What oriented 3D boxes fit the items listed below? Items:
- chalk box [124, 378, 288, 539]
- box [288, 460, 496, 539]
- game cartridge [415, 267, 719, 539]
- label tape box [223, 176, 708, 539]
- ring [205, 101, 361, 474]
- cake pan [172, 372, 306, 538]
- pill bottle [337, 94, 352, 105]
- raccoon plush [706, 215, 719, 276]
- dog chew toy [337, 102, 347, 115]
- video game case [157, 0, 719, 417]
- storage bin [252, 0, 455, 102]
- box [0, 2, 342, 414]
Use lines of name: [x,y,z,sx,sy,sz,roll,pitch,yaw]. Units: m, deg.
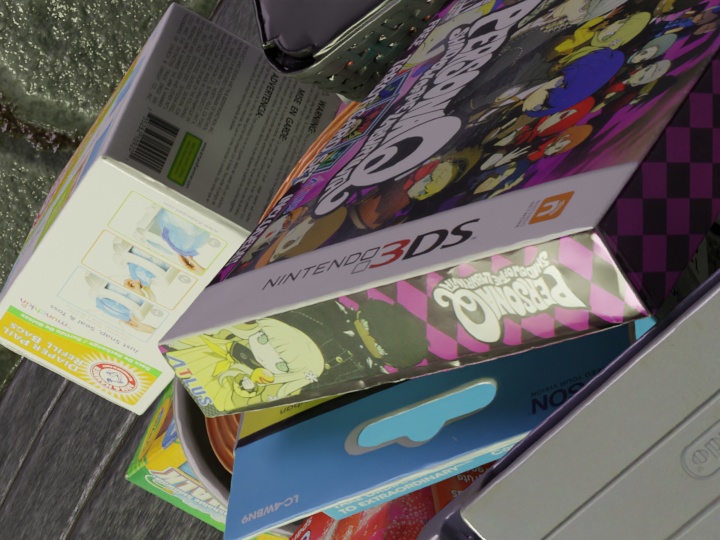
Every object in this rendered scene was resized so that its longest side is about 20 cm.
chalk box: [-0.035,0.074,1.140,0.200,0.124,0.125,-38,25,59]
box: [0.000,0.166,0.878,0.200,0.095,0.100,-51,17,37]
game cartridge: [0.122,0.056,0.538,0.200,0.130,0.038,-44,5,27]
label tape box: [0.040,0.019,0.719,0.143,0.066,0.200,-23,32,21]
ring: [0.000,0.000,0.907,0.200,0.019,0.201,-42,32,34]
cake pan: [0.014,0.043,0.972,0.200,0.037,0.201,-12,50,15]
pill bottle: [0.054,-0.108,0.993,0.200,0.113,0.114,29,90,34]
raccoon plush: [0.077,0.039,0.848,0.200,0.097,0.134,-52,20,15]
dog chew toy: [0.055,-0.077,1.124,0.200,0.124,0.125,-49,18,35]
video game case: [0.052,-0.042,0.661,0.181,0.036,0.200,-15,28,45]
storage bin: [0.052,-0.159,0.821,0.200,0.094,0.136,-34,55,36]
box: [-0.107,-0.027,1.133,0.200,0.101,0.113,-47,19,51]
